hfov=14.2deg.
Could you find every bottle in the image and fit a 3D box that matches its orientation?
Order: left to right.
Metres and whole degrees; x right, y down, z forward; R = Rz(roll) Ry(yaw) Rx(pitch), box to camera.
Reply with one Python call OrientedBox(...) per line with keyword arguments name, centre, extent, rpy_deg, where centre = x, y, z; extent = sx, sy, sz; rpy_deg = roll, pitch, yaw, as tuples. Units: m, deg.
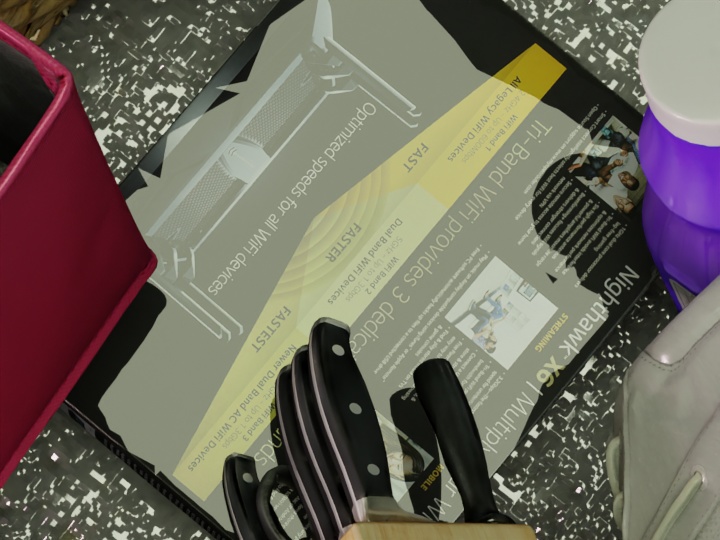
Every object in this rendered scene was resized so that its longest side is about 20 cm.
OrientedBox(name="bottle", centre=(0.130, -0.021, 0.904), extent=(0.065, 0.200, 0.084), rpy_deg=(39, 81, 29))

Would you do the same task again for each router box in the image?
OrientedBox(name="router box", centre=(0.000, 0.000, 0.971), extent=(0.157, 0.052, 0.200), rpy_deg=(40, 82, 3))

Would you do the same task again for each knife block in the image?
OrientedBox(name="knife block", centre=(0.023, 0.109, 0.836), extent=(0.064, 0.200, 0.176), rpy_deg=(3, 96, -30))

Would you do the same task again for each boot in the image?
OrientedBox(name="boot", centre=(0.103, 0.086, 0.854), extent=(0.200, 0.074, 0.096), rpy_deg=(-57, 44, 16))

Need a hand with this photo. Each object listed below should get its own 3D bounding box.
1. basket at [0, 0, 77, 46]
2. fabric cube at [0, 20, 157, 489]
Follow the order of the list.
OrientedBox(name="basket", centre=(-0.157, -0.172, 0.942), extent=(0.143, 0.149, 0.200), rpy_deg=(-42, 84, -7))
OrientedBox(name="fabric cube", centre=(-0.197, -0.001, 0.801), extent=(0.200, 0.199, 0.196), rpy_deg=(33, 82, 8))
